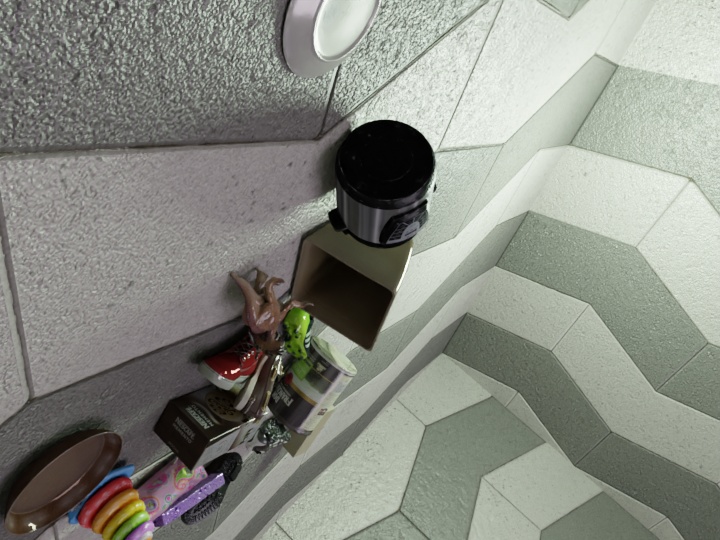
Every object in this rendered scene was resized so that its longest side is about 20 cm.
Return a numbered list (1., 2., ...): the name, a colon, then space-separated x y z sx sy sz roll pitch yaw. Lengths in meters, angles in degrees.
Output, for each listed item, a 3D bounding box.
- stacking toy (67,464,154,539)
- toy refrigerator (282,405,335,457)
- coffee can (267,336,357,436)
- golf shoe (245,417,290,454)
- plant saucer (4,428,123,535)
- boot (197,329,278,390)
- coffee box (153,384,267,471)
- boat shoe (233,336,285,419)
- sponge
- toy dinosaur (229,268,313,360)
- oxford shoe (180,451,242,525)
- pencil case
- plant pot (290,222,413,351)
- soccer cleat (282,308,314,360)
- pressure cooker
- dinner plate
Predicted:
1. stacking toy: -0.406 0.455 1.127 0.117 0.200 0.110 -53 163 13
2. toy refrigerator: -0.171 0.503 2.074 0.076 0.070 0.201 -4 131 -58
3. coffee can: -0.124 0.291 1.619 0.201 0.146 0.146 -53 163 4
4. golf shoe: -0.259 0.461 1.777 0.094 0.078 0.200 -34 162 3
5. plant saucer: -0.461 0.318 0.989 0.200 0.034 0.201 -46 162 -20
6. boot: -0.221 0.145 1.202 0.145 0.072 0.200 -52 171 2
7. coffee box: -0.289 0.296 1.256 0.080 0.113 0.199 -56 163 17
8. boat shoe: -0.194 0.215 1.314 0.072 0.059 0.201 -44 -164 39
9. sponge: -0.407 0.507 1.420 0.110 0.030 0.199 -12 -177 29
10. toy dinosaur: -0.169 0.081 1.103 0.137 0.085 0.200 -60 150 -12
11. oxford shoe: -0.373 0.533 1.565 0.084 0.073 0.200 -12 -153 42
12. pencil case: -0.412 0.452 1.319 0.199 0.087 0.088 -37 159 -41
13. plant pot: 0.000 0.000 1.285 0.177 0.198 0.201 -51 167 -40
14. soccer cleat: -0.132 0.136 1.427 0.081 0.067 0.201 -56 167 -28
15. pressure cooker: 0.043 -0.139 1.116 0.201 0.174 0.181 94 15 -64
16. dinner plate: -0.022 -0.331 0.810 0.200 0.024 0.201 -45 161 -20
